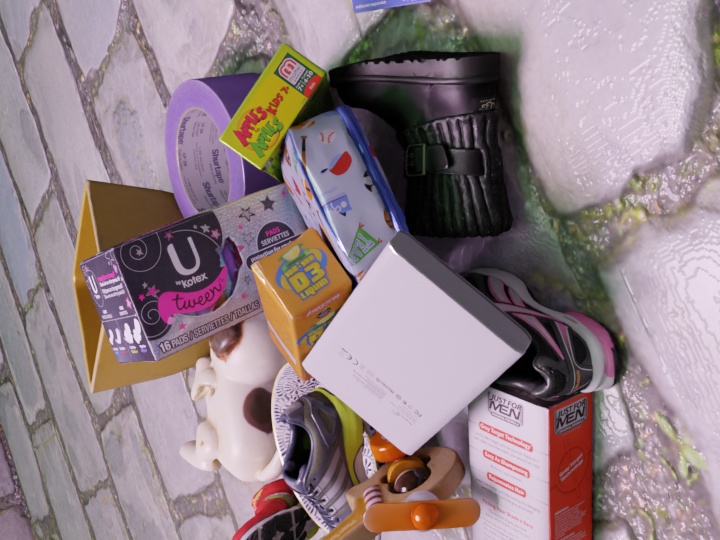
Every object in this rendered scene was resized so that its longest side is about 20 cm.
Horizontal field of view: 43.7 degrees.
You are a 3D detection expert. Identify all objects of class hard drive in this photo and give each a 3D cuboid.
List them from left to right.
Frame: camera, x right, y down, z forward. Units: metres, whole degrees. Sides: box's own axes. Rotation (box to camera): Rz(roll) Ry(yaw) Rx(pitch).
[{"bbox_3d":[0.038,0.069,0.751,0.132,0.026,0.200,39,139,3],"label":"hard drive"}]

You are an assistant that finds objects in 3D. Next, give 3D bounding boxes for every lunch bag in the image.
[{"bbox_3d":[-0.009,-0.050,0.819,0.162,0.075,0.200,63,174,8],"label":"lunch bag"}]

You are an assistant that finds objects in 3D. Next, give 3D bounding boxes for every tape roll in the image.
[{"bbox_3d":[-0.157,-0.135,1.089,0.199,0.084,0.202,24,121,47],"label":"tape roll"}]

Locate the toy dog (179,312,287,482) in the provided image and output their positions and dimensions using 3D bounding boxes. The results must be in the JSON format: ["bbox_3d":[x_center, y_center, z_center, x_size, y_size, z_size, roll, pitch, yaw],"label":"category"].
[{"bbox_3d":[-0.147,0.150,1.127,0.194,0.138,0.203,-155,68,-69],"label":"toy dog"}]

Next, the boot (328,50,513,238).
[{"bbox_3d":[0.048,-0.114,0.814,0.210,0.079,0.160,18,119,53],"label":"boot"}]

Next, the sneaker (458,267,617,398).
[{"bbox_3d":[0.118,0.053,0.771,0.199,0.086,0.081,18,115,51],"label":"sneaker"}]

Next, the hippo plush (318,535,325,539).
[{"bbox_3d":[-0.039,0.415,1.059,0.200,0.160,0.160,47,136,34],"label":"hippo plush"}]

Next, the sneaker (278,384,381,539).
[{"bbox_3d":[-0.036,0.211,0.888,0.074,0.080,0.203,-4,99,54],"label":"sneaker"}]

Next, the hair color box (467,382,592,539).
[{"bbox_3d":[0.151,0.193,0.800,0.101,0.061,0.203,18,117,51],"label":"hair color box"}]

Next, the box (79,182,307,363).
[{"bbox_3d":[-0.159,0.001,0.905,0.132,0.199,0.116,-12,102,58],"label":"box"}]

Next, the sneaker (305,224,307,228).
[{"bbox_3d":[0.000,0.000,0.949,0.082,0.074,0.201,-48,68,33],"label":"sneaker"}]

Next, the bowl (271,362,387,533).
[{"bbox_3d":[-0.007,0.183,0.988,0.200,0.093,0.203,25,122,48],"label":"bowl"}]

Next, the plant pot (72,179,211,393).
[{"bbox_3d":[-0.255,0.019,1.167,0.195,0.198,0.197,115,144,-43],"label":"plant pot"}]

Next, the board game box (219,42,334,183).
[{"bbox_3d":[-0.075,-0.145,0.868,0.047,0.102,0.200,35,-178,-1],"label":"board game box"}]

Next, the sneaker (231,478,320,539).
[{"bbox_3d":[-0.100,0.293,1.063,0.084,0.199,0.078,12,104,26],"label":"sneaker"}]

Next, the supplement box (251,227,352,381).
[{"bbox_3d":[-0.050,0.038,0.839,0.069,0.066,0.200,53,167,20],"label":"supplement box"}]

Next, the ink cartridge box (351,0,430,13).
[{"bbox_3d":[0.030,-0.336,0.792,0.119,0.042,0.203,11,109,52],"label":"ink cartridge box"}]

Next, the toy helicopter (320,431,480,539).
[{"bbox_3d":[0.018,0.224,0.804,0.132,0.199,0.080,1,119,57],"label":"toy helicopter"}]
